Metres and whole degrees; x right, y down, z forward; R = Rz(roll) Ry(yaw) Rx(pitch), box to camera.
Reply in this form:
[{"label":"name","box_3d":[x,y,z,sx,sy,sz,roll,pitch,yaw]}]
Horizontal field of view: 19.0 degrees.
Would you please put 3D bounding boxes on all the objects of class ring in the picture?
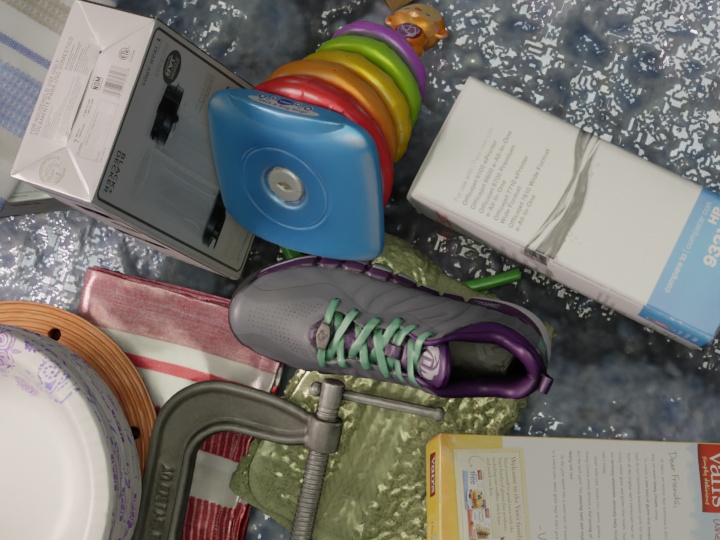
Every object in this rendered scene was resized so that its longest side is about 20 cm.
[{"label":"ring","box_3d":[-0.223,0.120,1.396,0.199,0.019,0.202,-1,87,10]}]

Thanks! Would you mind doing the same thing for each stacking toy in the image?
[{"label":"stacking toy","box_3d":[0.001,-0.110,1.336,0.116,0.110,0.200,17,46,24]}]

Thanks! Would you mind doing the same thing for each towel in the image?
[{"label":"towel","box_3d":[-0.133,0.110,1.400,0.143,0.023,0.201,13,89,6]},{"label":"towel","box_3d":[0.022,0.092,1.359,0.148,0.036,0.201,29,98,-5]},{"label":"towel","box_3d":[-0.229,-0.140,1.274,0.147,0.024,0.201,29,94,-32]}]

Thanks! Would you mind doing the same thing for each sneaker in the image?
[{"label":"sneaker","box_3d":[0.019,0.037,1.286,0.199,0.088,0.075,7,100,-2]}]

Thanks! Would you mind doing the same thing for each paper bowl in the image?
[{"label":"paper bowl","box_3d":[-0.234,0.133,1.335,0.200,0.104,0.202,-1,87,10]}]

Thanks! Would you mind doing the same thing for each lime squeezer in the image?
[{"label":"lime squeezer","box_3d":[0.000,0.000,1.393,0.199,0.038,0.071,20,57,6]}]

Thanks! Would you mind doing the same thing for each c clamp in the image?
[{"label":"c clamp","box_3d":[-0.058,0.152,1.344,0.170,0.027,0.201,19,106,2]}]

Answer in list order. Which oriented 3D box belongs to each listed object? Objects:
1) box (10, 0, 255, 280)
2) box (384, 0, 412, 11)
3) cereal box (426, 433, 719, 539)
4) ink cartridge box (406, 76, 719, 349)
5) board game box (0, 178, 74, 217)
[{"label":"box","box_3d":[-0.121,-0.075,1.312,0.060,0.200,0.117,17,85,26]},{"label":"box","box_3d":[0.071,-0.274,1.350,0.199,0.021,0.164,-29,128,3]},{"label":"cereal box","box_3d":[0.140,0.176,1.325,0.199,0.040,0.145,4,75,-12]},{"label":"ink cartridge box","box_3d":[0.138,-0.033,1.320,0.199,0.145,0.084,26,89,6]},{"label":"board game box","box_3d":[-0.215,-0.140,1.377,0.104,0.103,0.201,-5,88,6]}]
